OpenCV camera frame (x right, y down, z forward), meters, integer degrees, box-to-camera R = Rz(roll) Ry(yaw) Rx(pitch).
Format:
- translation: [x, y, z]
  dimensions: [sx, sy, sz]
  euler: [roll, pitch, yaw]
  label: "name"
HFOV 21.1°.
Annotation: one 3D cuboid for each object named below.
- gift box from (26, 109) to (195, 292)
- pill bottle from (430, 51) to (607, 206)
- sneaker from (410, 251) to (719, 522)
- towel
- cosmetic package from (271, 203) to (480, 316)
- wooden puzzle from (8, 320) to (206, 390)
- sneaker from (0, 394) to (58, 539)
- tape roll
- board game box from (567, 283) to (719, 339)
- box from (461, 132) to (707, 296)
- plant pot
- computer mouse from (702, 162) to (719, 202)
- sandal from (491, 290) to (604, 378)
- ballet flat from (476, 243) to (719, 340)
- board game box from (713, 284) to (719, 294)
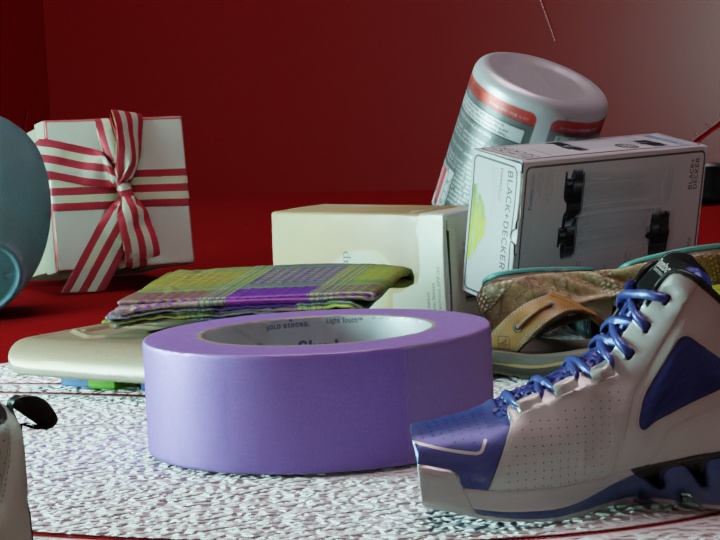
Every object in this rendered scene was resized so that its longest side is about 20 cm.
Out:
- translation: [-0.296, -0.068, 2.107]
  dimensions: [0.198, 0.187, 0.186]
  euler: [-10, -1, -29]
  label: "gift box"
- translation: [0.121, -0.067, 1.593]
  dimensions: [0.115, 0.202, 0.116]
  euler: [15, 24, -7]
  label: "pill bottle"
- translation: [0.120, 0.051, 0.897]
  dimensions: [0.197, 0.116, 0.081]
  euler: [-3, 4, -2]
  label: "sneaker"
- translation: [-0.070, 0.017, 1.374]
  dimensions: [0.198, 0.023, 0.144]
  euler: [-3, 9, 14]
  label: "towel"
- translation: [0.020, -0.001, 1.571]
  dimensions: [0.199, 0.106, 0.071]
  euler: [0, 6, 45]
  label: "cosmetic package"
- translation: [-0.119, 0.057, 1.372]
  dimensions: [0.184, 0.047, 0.199]
  euler: [1, 11, 36]
  label: "wooden puzzle"
- translation: [-0.158, 0.084, 0.673]
  dimensions: [0.073, 0.120, 0.200]
  euler: [-8, 6, -33]
  label: "sneaker"
- translation: [-0.023, 0.065, 1.100]
  dimensions: [0.198, 0.066, 0.200]
  euler: [-3, 4, 0]
  label: "tape roll"
- translation: [0.229, 0.029, 1.537]
  dimensions: [0.134, 0.028, 0.200]
  euler: [-3, 6, -3]
  label: "board game box"
- translation: [0.176, -0.042, 1.508]
  dimensions: [0.199, 0.118, 0.060]
  euler: [-9, 19, -36]
  label: "box"
- translation: [-0.378, -0.032, 1.826]
  dimensions: [0.198, 0.201, 0.135]
  euler: [-5, 40, -24]
  label: "plant pot"
- translation: [0.544, -0.128, 2.969]
  dimensions: [0.137, 0.053, 0.200]
  euler: [0, -5, 20]
  label: "computer mouse"
- translation: [0.113, 0.042, 1.324]
  dimensions: [0.198, 0.055, 0.082]
  euler: [0, 6, 26]
  label: "sandal"
- translation: [0.184, 0.026, 1.405]
  dimensions: [0.198, 0.066, 0.071]
  euler: [-9, -16, -5]
  label: "ballet flat"
- translation: [0.318, 0.037, 1.306]
  dimensions: [0.101, 0.048, 0.199]
  euler: [-7, 7, -37]
  label: "board game box"
